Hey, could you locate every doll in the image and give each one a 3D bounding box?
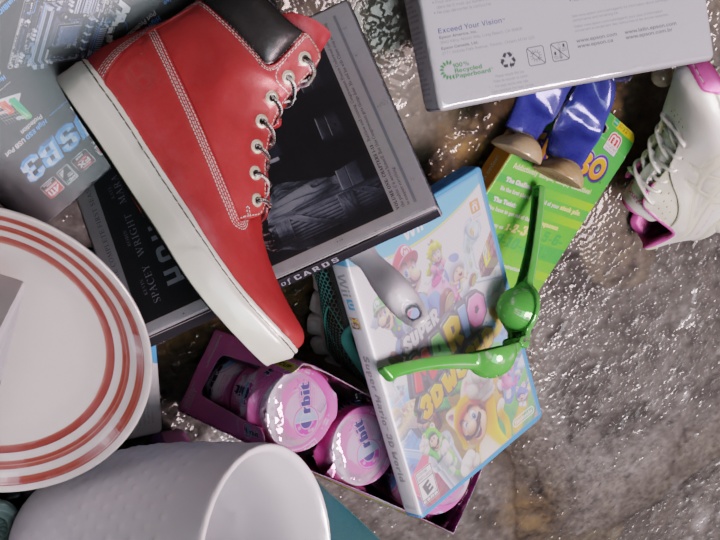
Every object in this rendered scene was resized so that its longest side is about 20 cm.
[{"bbox_3d":[0.170,-0.159,0.951,0.136,0.048,0.200,26,91,-29],"label":"doll"}]

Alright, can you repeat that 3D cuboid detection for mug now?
[{"bbox_3d":[-0.137,0.202,0.860,0.148,0.175,0.200,57,41,-41],"label":"mug"}]

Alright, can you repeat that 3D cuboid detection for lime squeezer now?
[{"bbox_3d":[0.089,0.028,0.944,0.071,0.038,0.200,43,59,-2],"label":"lime squeezer"}]

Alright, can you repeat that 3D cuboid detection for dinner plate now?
[{"bbox_3d":[-0.219,0.045,0.793,0.200,0.024,0.200,-1,120,-1],"label":"dinner plate"}]

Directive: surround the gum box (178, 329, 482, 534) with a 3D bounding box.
[{"bbox_3d":[-0.022,0.113,0.979,0.200,0.113,0.066,30,79,-36],"label":"gum box"}]

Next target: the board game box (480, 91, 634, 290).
[{"bbox_3d":[0.117,-0.040,1.006,0.096,0.030,0.200,33,92,-37],"label":"board game box"}]

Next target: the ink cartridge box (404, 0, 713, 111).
[{"bbox_3d":[0.119,-0.216,0.882,0.200,0.041,0.200,-12,99,-14],"label":"ink cartridge box"}]

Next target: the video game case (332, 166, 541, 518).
[{"bbox_3d":[0.057,0.047,0.941,0.143,0.018,0.200,-33,115,-38],"label":"video game case"}]

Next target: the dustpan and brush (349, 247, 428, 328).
[{"bbox_3d":[-0.024,-0.039,0.854,0.140,0.200,0.057,-40,143,-1],"label":"dustpan and brush"}]

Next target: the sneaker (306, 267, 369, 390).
[{"bbox_3d":[0.000,0.000,0.946,0.078,0.091,0.200,-23,126,-14],"label":"sneaker"}]

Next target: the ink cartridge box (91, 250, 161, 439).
[{"bbox_3d":[-0.235,0.063,0.880,0.200,0.068,0.115,-11,120,-21],"label":"ink cartridge box"}]

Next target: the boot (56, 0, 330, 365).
[{"bbox_3d":[-0.054,-0.060,0.761,0.144,0.072,0.200,-32,90,-8],"label":"boot"}]

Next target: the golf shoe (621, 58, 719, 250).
[{"bbox_3d":[0.237,-0.077,1.010,0.091,0.075,0.200,-23,145,1],"label":"golf shoe"}]

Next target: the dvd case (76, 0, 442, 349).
[{"bbox_3d":[-0.070,-0.057,0.823,0.200,0.150,0.025,-24,160,4],"label":"dvd case"}]

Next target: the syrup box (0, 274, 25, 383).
[{"bbox_3d":[-0.252,0.093,0.761,0.079,0.081,0.200,18,118,-7],"label":"syrup box"}]

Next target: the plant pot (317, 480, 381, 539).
[{"bbox_3d":[-0.063,0.283,0.995,0.200,0.141,0.141,-36,149,-26],"label":"plant pot"}]

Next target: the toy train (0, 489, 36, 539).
[{"bbox_3d":[-0.308,0.181,0.911,0.200,0.085,0.114,-11,135,-24],"label":"toy train"}]

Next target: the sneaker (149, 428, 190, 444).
[{"bbox_3d":[-0.164,0.205,0.998,0.088,0.080,0.200,4,117,-20],"label":"sneaker"}]

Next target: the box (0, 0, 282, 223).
[{"bbox_3d":[-0.179,-0.156,0.773,0.200,0.050,0.199,-41,119,0],"label":"box"}]
